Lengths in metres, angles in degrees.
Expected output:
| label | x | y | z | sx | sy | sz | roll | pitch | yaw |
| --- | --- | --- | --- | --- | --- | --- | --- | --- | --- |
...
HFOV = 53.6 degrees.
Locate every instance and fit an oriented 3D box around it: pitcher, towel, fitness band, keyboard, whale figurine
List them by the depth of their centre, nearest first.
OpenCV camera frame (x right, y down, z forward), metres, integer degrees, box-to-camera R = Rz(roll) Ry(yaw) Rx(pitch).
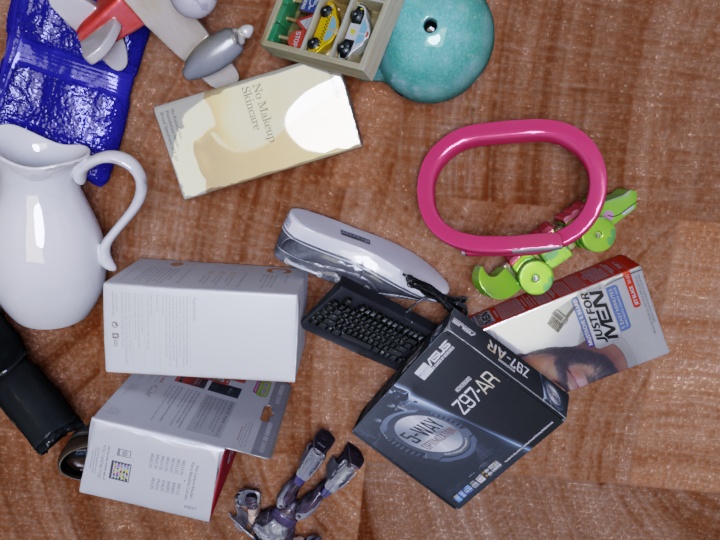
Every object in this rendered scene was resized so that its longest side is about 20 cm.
| label | x | y | z | sx | sy | sz | roll | pitch | yaw |
| --- | --- | --- | --- | --- | --- | --- | --- | --- | --- |
| whale figurine | 0.044 | -0.262 | 0.723 | 0.200 | 0.104 | 0.159 | 43 | 100 | 0 |
| pitcher | -0.309 | -0.039 | 0.752 | 0.170 | 0.121 | 0.201 | 9 | 117 | 2 |
| fitness band | 0.160 | -0.088 | 0.764 | 0.199 | 0.037 | 0.145 | -2 | 80 | 15 |
| towel | -0.320 | -0.205 | 0.766 | 0.147 | 0.050 | 0.201 | 18 | 102 | -3 |
| keyboard | 0.044 | 0.056 | 0.778 | 0.199 | 0.021 | 0.127 | 27 | 116 | -37 |

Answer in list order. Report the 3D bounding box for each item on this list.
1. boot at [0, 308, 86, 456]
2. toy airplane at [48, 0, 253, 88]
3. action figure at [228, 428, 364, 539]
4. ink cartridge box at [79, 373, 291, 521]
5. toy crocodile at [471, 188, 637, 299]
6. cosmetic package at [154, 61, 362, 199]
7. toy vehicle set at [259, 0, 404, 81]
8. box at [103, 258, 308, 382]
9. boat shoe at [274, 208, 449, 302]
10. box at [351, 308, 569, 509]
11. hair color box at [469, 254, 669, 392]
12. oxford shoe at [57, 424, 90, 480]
| label | x | y | z | sx | sy | sz | roll | pitch | yaw |
| --- | --- | --- | --- | --- | --- | --- | --- | --- | --- |
| boot | -0.375 | 0.122 | 0.769 | 0.073 | 0.198 | 0.163 | -35 | 90 | -18 |
| toy airplane | -0.193 | -0.270 | 0.682 | 0.199 | 0.141 | 0.200 | -13 | 127 | -38 |
| action figure | -0.083 | 0.285 | 0.863 | 0.130 | 0.069 | 0.200 | 33 | 103 | -12 |
| ink cartridge box | -0.175 | 0.173 | 0.769 | 0.174 | 0.200 | 0.084 | 14 | 103 | -2 |
| toy crocodile | 0.215 | -0.031 | 0.792 | 0.200 | 0.068 | 0.062 | -36 | 99 | 8 |
| cosmetic package | -0.105 | -0.154 | 0.765 | 0.199 | 0.071 | 0.106 | -17 | 101 | 4 |
| toy vehicle set | -0.009 | -0.295 | 0.698 | 0.124 | 0.026 | 0.201 | 20 | 88 | 25 |
| box | -0.162 | 0.051 | 0.783 | 0.199 | 0.124 | 0.098 | 3 | 103 | 0 |
| boat shoe | 0.000 | 0.000 | 0.799 | 0.199 | 0.072 | 0.068 | 21 | 115 | -11 |
| box | 0.107 | 0.161 | 0.802 | 0.160 | 0.044 | 0.200 | 37 | 123 | -2 |
| hair color box | 0.233 | 0.074 | 0.817 | 0.199 | 0.064 | 0.111 | -23 | 102 | 6 |
| oxford shoe | -0.257 | 0.229 | 0.843 | 0.199 | 0.084 | 0.073 | -2 | 101 | -1 |
